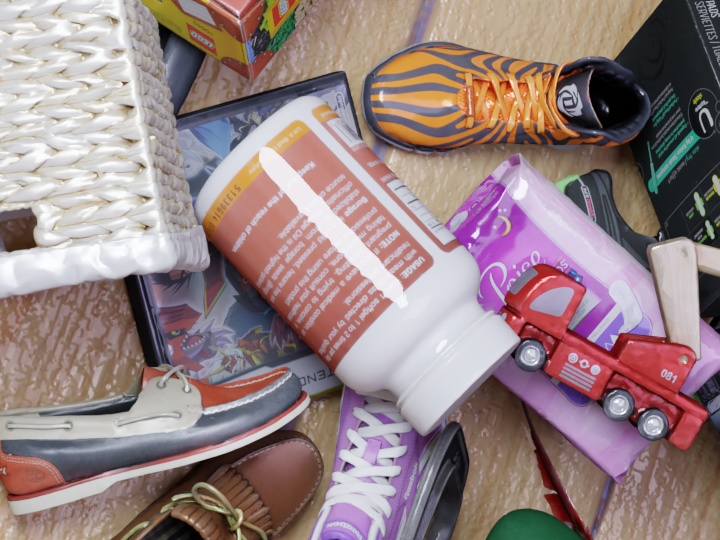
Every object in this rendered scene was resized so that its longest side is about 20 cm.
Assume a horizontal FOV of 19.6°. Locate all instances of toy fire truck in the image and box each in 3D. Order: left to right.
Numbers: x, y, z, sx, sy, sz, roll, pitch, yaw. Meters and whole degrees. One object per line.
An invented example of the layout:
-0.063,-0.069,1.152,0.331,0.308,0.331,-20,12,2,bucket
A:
0.195,0.032,1.317,0.199,0.049,0.142,29,94,-4,toy fire truck

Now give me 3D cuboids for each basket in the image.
-0.197,-0.064,1.168,0.196,0.200,0.163,-8,90,1,basket

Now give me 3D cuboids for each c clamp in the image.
0.034,0.181,1.330,0.027,0.200,0.172,16,81,11,c clamp

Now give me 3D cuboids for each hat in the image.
0.124,0.168,1.359,0.165,0.199,0.178,-12,113,-45,hat

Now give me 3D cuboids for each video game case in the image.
-0.066,-0.010,1.353,0.179,0.025,0.202,-18,99,-25,video game case

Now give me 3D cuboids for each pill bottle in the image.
0.000,0.000,1.274,0.112,0.112,0.200,-40,82,-20,pill bottle

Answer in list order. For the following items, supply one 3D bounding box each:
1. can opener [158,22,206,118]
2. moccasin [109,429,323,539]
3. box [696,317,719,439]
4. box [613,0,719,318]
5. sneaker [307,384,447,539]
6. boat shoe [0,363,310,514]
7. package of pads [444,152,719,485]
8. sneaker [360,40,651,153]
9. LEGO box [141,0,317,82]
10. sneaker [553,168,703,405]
-0.105,-0.160,1.301,0.078,0.063,0.201,32,67,-23,can opener
-0.105,0.167,1.307,0.200,0.078,0.074,-27,102,-23,moccasin
0.316,0.107,1.494,0.158,0.049,0.201,-44,111,-50,box
0.282,-0.088,1.430,0.147,0.124,0.202,-7,66,-25,box
0.009,0.129,1.320,0.072,0.114,0.203,11,98,8,sneaker
-0.130,0.091,1.281,0.198,0.071,0.063,-17,95,-4,boat shoe
0.136,0.031,1.378,0.200,0.076,0.121,41,94,-6,package of pads
0.105,-0.119,1.388,0.198,0.112,0.078,-4,92,-26,sneaker
-0.102,-0.233,1.248,0.199,0.077,0.149,34,73,15,LEGO box
0.197,0.016,1.456,0.084,0.077,0.201,-39,108,-16,sneaker
